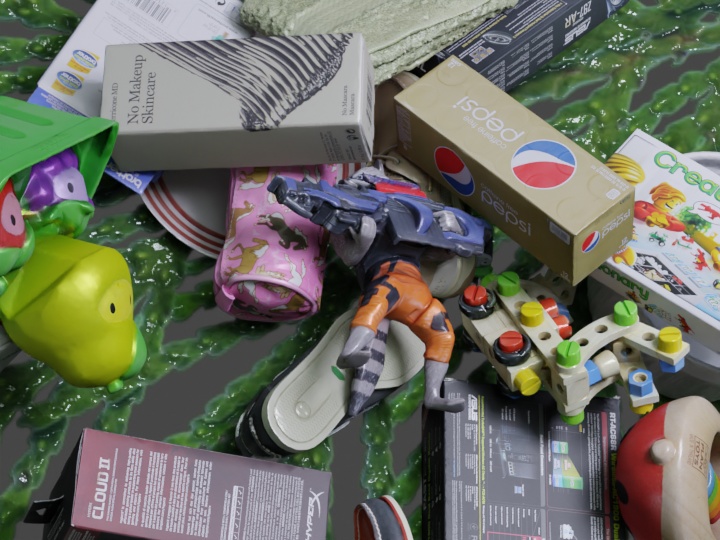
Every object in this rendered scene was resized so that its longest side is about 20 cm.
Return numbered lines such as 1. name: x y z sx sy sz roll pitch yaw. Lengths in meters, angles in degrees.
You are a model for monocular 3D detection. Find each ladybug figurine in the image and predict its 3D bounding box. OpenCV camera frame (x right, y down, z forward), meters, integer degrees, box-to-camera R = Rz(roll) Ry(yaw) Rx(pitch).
1. ladybug figurine: 0.243 0.168 1.641 0.072 0.200 0.136 0 63 21

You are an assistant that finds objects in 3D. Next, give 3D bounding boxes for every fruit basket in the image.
1. fruit basket: -0.224 -0.016 1.503 0.215 0.156 0.216 21 23 -9

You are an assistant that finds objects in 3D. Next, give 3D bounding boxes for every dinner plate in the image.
1. dinner plate: -0.093 -0.093 1.726 0.200 0.024 0.201 7 65 -14

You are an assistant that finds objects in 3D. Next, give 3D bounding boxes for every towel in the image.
1. towel: 0.014 -0.218 1.725 0.200 0.037 0.148 -32 52 -34

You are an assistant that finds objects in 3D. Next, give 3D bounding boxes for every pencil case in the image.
1. pencil case: -0.065 -0.058 1.662 0.086 0.083 0.201 -5 65 19

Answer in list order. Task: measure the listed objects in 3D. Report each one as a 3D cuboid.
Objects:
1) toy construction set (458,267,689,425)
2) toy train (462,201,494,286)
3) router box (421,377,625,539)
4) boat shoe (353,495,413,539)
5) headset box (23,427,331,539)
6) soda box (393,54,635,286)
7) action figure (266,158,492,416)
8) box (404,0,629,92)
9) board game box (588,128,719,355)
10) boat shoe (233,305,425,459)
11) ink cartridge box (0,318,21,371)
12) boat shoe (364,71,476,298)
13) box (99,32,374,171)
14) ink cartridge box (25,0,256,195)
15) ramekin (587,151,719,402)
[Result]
1. toy construction set: 0.154 0.046 1.655 0.131 0.200 0.092 -20 116 -13
2. toy train: 0.097 -0.082 1.764 0.042 0.056 0.201 10 64 -14
3. router box: 0.126 0.190 1.648 0.149 0.062 0.201 8 65 -14
4. boat shoe: 0.009 0.264 1.577 0.062 0.071 0.201 0 71 -15
5. headset box: -0.137 0.182 1.518 0.199 0.149 0.077 11 63 -14
6. soda box: 0.116 -0.079 1.641 0.068 0.064 0.200 -37 58 -22
7. action figure: 0.000 0.000 1.605 0.200 0.105 0.194 18 51 -29
8. box: 0.106 -0.231 1.802 0.160 0.044 0.200 35 57 30
9. board game box: 0.259 -0.016 1.652 0.200 0.035 0.126 32 60 21
10. boat shoe: -0.019 0.083 1.648 0.200 0.068 0.072 -35 89 -41
11. ink cartridge box: -0.348 0.011 1.529 0.200 0.084 0.144 46 28 6
12. boat shoe: 0.037 -0.074 1.721 0.065 0.072 0.200 7 62 -43
13. box: -0.091 -0.126 1.604 0.199 0.068 0.082 -3 67 7
14. ink cartridge box: -0.175 -0.156 1.693 0.119 0.042 0.200 32 59 -3
15. ramekin: 0.282 0.013 1.754 0.200 0.105 0.201 6 65 -14
